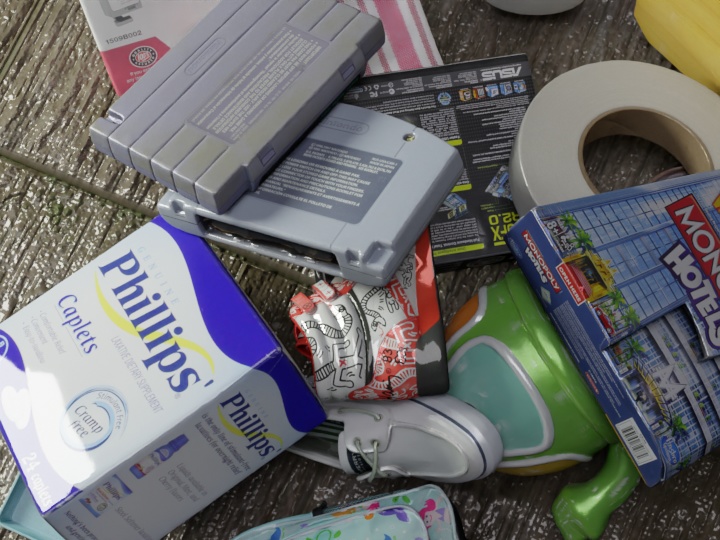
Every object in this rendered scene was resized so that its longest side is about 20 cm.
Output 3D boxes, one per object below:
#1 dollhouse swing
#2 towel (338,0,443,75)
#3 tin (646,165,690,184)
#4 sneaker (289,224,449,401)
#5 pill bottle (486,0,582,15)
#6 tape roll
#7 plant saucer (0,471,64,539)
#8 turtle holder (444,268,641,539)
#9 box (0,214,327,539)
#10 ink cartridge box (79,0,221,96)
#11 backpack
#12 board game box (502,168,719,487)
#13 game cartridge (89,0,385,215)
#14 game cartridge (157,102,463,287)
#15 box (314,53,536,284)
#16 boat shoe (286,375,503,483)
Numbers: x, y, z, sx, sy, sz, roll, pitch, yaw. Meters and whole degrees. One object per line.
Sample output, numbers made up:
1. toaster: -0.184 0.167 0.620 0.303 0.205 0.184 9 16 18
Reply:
1. dollhouse swing: 0.335 -0.198 1.048 0.181 0.200 0.176 -28 73 -3
2. towel: -0.033 -0.160 1.120 0.200 0.030 0.147 -26 111 -2
3. tin: 0.255 0.011 1.052 0.112 0.042 0.200 13 58 3
4. sneaker: 0.000 0.000 1.001 0.108 0.067 0.202 -7 64 1
5. pill bottle: 0.149 -0.322 1.143 0.119 0.120 0.201 4 75 6
6. tape roll: 0.212 -0.071 1.050 0.202 0.037 0.203 5 59 -8
7. plant saucer: -0.215 0.123 1.102 0.070 0.019 0.200 22 76 11
8. turtle holder: 0.133 0.095 1.030 0.132 0.141 0.186 -33 113 11
9. box: -0.160 0.083 1.012 0.200 0.105 0.184 -35 50 -6
10. ink cartridge box: -0.163 -0.260 1.110 0.146 0.200 0.083 -17 37 1
11. backpack: -0.015 0.254 0.984 0.199 0.151 0.178 -13 74 6
12. board game box: 0.235 0.013 0.953 0.199 0.062 0.200 -27 81 -21
13. game cartridge: -0.086 -0.135 1.017 0.129 0.038 0.200 30 63 22
14. game cartridge: -0.033 -0.065 0.993 0.200 0.042 0.133 17 51 30
15. box: 0.050 -0.078 1.092 0.199 0.044 0.161 -10 81 -10
16. boat shoe: 0.012 0.128 1.010 0.200 0.074 0.067 4 31 45
